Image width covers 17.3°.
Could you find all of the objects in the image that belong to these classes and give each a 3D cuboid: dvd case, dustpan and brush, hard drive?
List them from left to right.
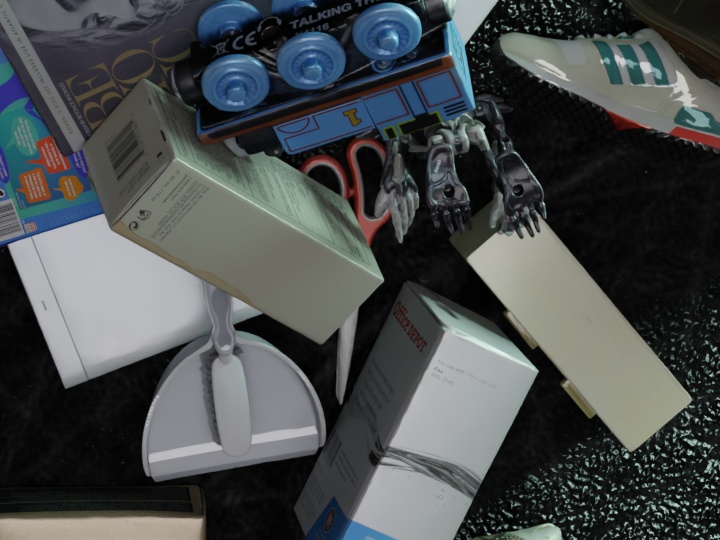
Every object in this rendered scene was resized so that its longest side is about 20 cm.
[{"bbox_3d":[-0.141,-0.173,1.595,0.200,0.016,0.149,-24,130,2],"label":"dvd case"},{"bbox_3d":[-0.148,-0.009,1.747,0.200,0.027,0.132,-21,105,-4],"label":"hard drive"},{"bbox_3d":[-0.099,0.070,1.735,0.139,0.057,0.200,-9,115,-7],"label":"dustpan and brush"}]

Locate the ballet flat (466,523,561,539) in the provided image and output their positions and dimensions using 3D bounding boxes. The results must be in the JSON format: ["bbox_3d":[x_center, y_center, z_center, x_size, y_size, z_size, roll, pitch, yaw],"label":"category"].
[{"bbox_3d":[0.154,0.243,1.835,0.200,0.068,0.075,37,67,-19],"label":"ballet flat"}]

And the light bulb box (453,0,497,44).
[{"bbox_3d":[0.030,-0.277,1.662,0.200,0.125,0.198,35,96,-13],"label":"light bulb box"}]

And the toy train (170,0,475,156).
[{"bbox_3d":[-0.023,-0.135,1.584,0.200,0.087,0.114,-18,134,10],"label":"toy train"}]

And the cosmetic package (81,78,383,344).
[{"bbox_3d":[-0.088,-0.040,1.643,0.200,0.104,0.073,32,111,-36],"label":"cosmetic package"}]

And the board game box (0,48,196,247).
[{"bbox_3d":[-0.189,-0.115,1.664,0.200,0.045,0.152,-17,121,-2],"label":"board game box"}]

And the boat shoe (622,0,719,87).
[{"bbox_3d":[0.250,-0.168,1.701,0.072,0.200,0.068,-36,148,-18],"label":"boat shoe"}]

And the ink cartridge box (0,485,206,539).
[{"bbox_3d":[-0.198,0.266,1.777,0.164,0.075,0.201,0,102,-7],"label":"ink cartridge box"}]

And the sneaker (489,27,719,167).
[{"bbox_3d":[0.194,-0.150,1.755,0.199,0.070,0.094,21,78,-8],"label":"sneaker"}]

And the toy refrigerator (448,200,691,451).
[{"bbox_3d":[0.154,0.038,1.778,0.070,0.076,0.200,-41,106,2],"label":"toy refrigerator"}]

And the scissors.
[{"bbox_3d":[0.000,0.000,1.777,0.073,0.014,0.201,-11,102,-8],"label":"scissors"}]

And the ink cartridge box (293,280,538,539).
[{"bbox_3d":[0.037,0.126,1.742,0.086,0.146,0.200,26,98,-15],"label":"ink cartridge box"}]

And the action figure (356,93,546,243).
[{"bbox_3d":[0.064,-0.069,1.678,0.119,0.200,0.102,-6,108,-7],"label":"action figure"}]
